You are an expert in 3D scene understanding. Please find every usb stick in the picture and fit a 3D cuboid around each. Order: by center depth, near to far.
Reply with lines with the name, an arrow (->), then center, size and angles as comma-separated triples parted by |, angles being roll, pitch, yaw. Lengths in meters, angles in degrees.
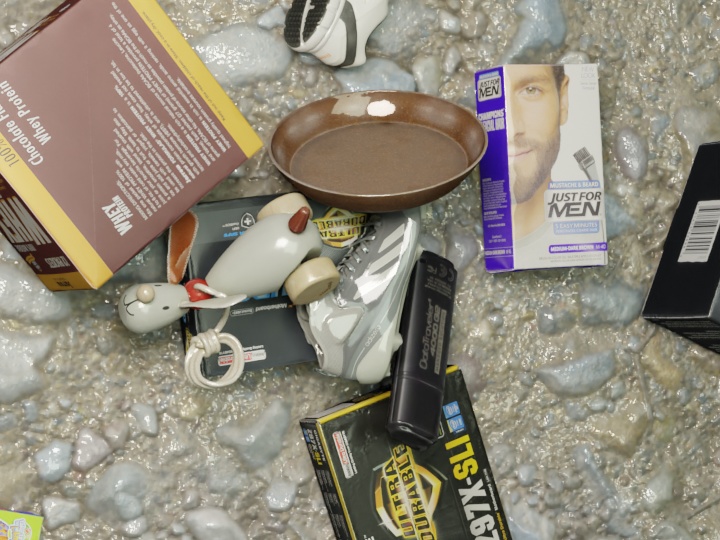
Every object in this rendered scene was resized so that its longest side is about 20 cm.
usb stick -> 0.058, 0.073, 1.796 | 0.055, 0.033, 0.200 | 25, 55, -25

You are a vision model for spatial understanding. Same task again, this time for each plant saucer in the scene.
plant saucer -> 0.016, -0.106, 1.749 | 0.200, 0.200, 0.035 | -20, 127, -24

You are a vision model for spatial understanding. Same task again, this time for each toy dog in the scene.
toy dog -> -0.107, -0.005, 1.663 | 0.132, 0.096, 0.200 | 41, 65, 16

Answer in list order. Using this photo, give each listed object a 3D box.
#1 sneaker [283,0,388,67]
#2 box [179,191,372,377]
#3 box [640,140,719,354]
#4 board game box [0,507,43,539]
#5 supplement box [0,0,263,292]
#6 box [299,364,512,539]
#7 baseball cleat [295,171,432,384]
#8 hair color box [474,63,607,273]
sneaker -> -0.002, -0.282, 1.805 | 0.080, 0.074, 0.200 | 30, 81, -36
box -> -0.071, 0.008, 1.769 | 0.200, 0.046, 0.159 | -7, 92, -26
box -> 0.423, -0.006, 1.961 | 0.196, 0.124, 0.200 | 25, 79, -24
board game box -> -0.357, 0.295, 1.628 | 0.134, 0.045, 0.200 | 13, 83, -24
supplement box -> -0.234, -0.118, 1.648 | 0.200, 0.133, 0.197 | -43, 106, -20
box -> 0.047, 0.207, 1.819 | 0.160, 0.049, 0.200 | -20, 97, -26
baseball cleat -> 0.000, 0.000, 1.740 | 0.106, 0.070, 0.200 | 12, 80, -19
hair color box -> 0.177, -0.100, 1.879 | 0.109, 0.065, 0.200 | -3, 89, -25
